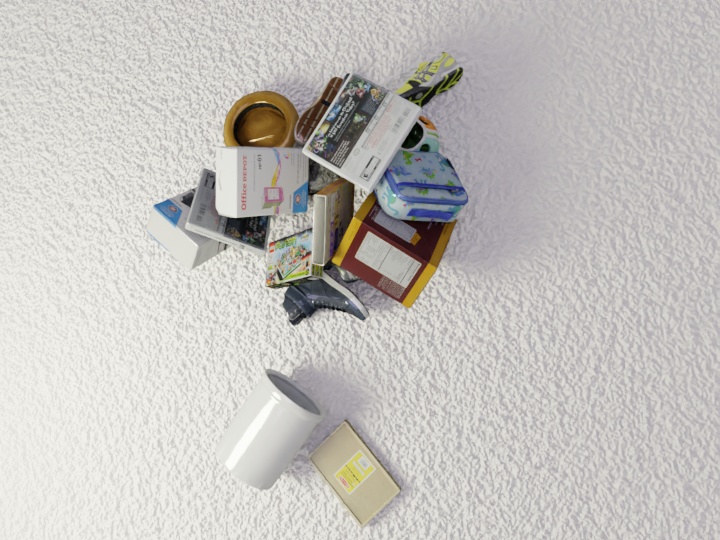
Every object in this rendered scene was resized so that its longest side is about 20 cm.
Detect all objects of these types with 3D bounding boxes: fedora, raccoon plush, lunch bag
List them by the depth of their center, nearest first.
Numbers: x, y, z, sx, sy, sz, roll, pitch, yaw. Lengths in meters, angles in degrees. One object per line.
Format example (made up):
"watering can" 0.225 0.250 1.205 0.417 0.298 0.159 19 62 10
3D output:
"lunch bag" 0.126 -0.180 1.203 0.196 0.083 0.163 1 52 -28
"raccoon plush" -0.067 -0.261 1.347 0.196 0.097 0.137 -14 78 10
"fedora" -0.236 -0.339 1.384 0.196 0.082 0.205 -2 83 12

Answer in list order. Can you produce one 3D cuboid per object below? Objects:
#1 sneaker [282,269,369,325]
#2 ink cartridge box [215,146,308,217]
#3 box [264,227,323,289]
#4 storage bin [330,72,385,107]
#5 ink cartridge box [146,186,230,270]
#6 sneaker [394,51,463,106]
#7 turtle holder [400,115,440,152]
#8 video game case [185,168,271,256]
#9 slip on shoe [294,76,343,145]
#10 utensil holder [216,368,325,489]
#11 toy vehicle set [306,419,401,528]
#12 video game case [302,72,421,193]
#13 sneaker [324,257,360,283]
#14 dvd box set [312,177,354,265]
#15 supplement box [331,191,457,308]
"sneaker" -0.089 0.089 1.308 0.201 0.077 0.147 36 77 19
"ink cartridge box" -0.216 -0.199 1.253 0.084 0.198 0.148 16 109 45
"box" -0.152 -0.025 1.288 0.034 0.198 0.113 13 73 -37
"storage bin" -0.004 -0.340 1.297 0.092 0.200 0.137 24 86 10
"ink cartridge box" -0.368 -0.111 1.307 0.144 0.200 0.085 39 128 8
"sneaker" 0.150 -0.455 1.367 0.198 0.076 0.077 -30 73 -9
"turtle holder" 0.099 -0.284 1.314 0.183 0.132 0.143 -23 81 3
"video game case" -0.293 -0.135 1.289 0.179 0.023 0.202 20 41 -20
"slip on shoe" -0.096 -0.377 1.360 0.075 0.061 0.203 29 72 -7
"utensil holder" -0.199 0.352 1.250 0.169 0.170 0.202 35 90 9
"toy vehicle set" -0.016 0.462 1.285 0.124 0.027 0.201 -41 80 0
"video game case" 0.002 -0.287 1.162 0.180 0.023 0.202 32 88 19
"sneaker" 0.000 0.000 1.327 0.197 0.074 0.082 27 93 16
"dvd box set" -0.055 -0.114 1.212 0.029 0.200 0.149 9 113 14
"supplement box" 0.078 -0.067 1.226 0.198 0.198 0.134 31 131 0
